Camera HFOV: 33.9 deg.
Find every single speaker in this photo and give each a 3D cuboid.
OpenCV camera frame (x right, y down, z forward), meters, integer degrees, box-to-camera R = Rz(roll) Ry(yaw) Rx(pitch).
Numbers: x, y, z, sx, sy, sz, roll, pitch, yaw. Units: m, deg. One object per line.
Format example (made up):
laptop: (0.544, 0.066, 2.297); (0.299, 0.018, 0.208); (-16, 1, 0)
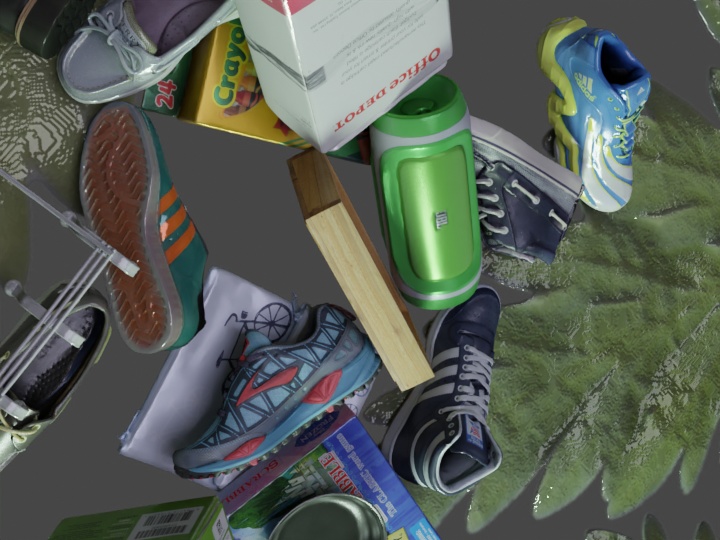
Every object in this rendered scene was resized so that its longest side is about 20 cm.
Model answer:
speaker: (0.058, -0.065, 1.019); (0.088, 0.088, 0.200); (-27, 131, -20)

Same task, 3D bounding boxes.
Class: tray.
tray: (0.000, 0.000, 1.000); (0.037, 0.099, 0.200); (-26, 125, 5)

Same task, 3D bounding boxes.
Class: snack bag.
snack bag: (-0.089, 0.110, 1.044); (0.200, 0.021, 0.189); (29, 86, -28)

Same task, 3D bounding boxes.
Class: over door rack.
over door rack: (-0.286, -0.006, 0.883); (0.200, 0.067, 0.148); (37, 81, -2)

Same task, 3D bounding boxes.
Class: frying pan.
frying pan: (-0.036, 0.276, 1.033); (0.115, 0.031, 0.191); (-2, 110, -23)

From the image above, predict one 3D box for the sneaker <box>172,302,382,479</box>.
sneaker: (-0.084, 0.098, 1.003); (0.200, 0.079, 0.096); (-34, 95, -20)

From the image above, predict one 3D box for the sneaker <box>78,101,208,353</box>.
sneaker: (-0.170, -0.035, 0.954); (0.080, 0.071, 0.201); (-9, 90, -67)

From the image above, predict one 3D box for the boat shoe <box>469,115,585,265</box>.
boat shoe: (0.119, -0.073, 1.083); (0.200, 0.075, 0.093); (23, 81, -29)

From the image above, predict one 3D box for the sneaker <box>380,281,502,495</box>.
sneaker: (0.098, 0.112, 1.089); (0.070, 0.108, 0.200); (27, 87, -29)

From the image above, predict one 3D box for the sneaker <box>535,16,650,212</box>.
sneaker: (0.229, -0.140, 1.110); (0.076, 0.105, 0.200); (-33, 112, -18)

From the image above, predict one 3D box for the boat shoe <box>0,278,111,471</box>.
boat shoe: (-0.268, 0.096, 0.926); (0.072, 0.060, 0.202); (40, 81, -27)

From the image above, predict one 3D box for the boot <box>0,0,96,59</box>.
boot: (-0.237, -0.269, 0.872); (0.138, 0.077, 0.200); (31, 61, -3)

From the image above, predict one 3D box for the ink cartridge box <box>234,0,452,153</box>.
ink cartridge box: (-0.014, -0.205, 0.876); (0.146, 0.083, 0.200); (-39, 151, -16)

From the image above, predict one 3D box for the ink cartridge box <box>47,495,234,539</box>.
ink cartridge box: (-0.163, 0.297, 0.971); (0.147, 0.076, 0.201); (-11, 107, 15)

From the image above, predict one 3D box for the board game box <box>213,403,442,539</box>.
board game box: (-0.041, 0.251, 1.065); (0.199, 0.041, 0.200); (-38, 117, -8)

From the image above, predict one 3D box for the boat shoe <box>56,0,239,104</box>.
boat shoe: (-0.148, -0.196, 0.899); (0.202, 0.065, 0.075); (-28, 90, 6)

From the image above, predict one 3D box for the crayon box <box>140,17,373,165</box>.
crayon box: (-0.071, -0.169, 0.983); (0.199, 0.051, 0.127); (9, 96, -28)
